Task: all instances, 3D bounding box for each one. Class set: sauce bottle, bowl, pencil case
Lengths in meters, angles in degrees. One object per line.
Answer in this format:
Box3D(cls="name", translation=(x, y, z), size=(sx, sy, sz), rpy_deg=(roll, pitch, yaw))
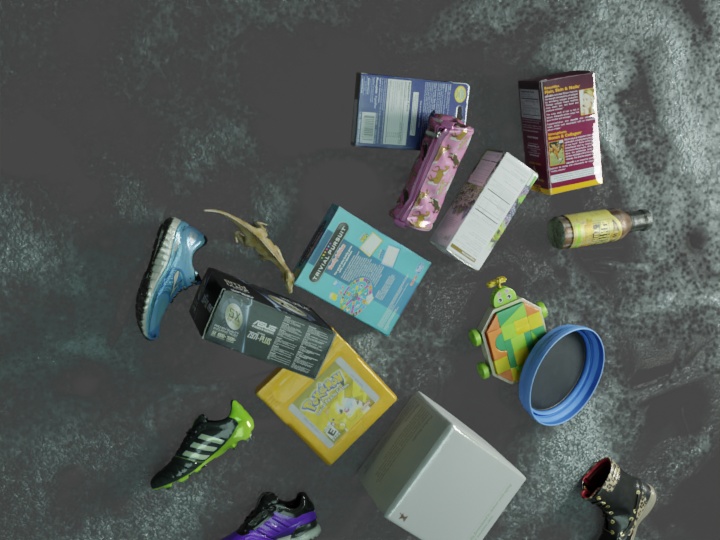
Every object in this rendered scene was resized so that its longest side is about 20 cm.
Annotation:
Box3D(cls="sauce bottle", translation=(0.451, -0.083, 1.607), size=(0.199, 0.065, 0.065), rpy_deg=(-10, 105, -15))
Box3D(cls="bowl", translation=(0.379, 0.195, 1.628), size=(0.200, 0.039, 0.202), rpy_deg=(-15, 118, -31))
Box3D(cls="pencil case", translation=(0.118, -0.163, 1.447), size=(0.086, 0.083, 0.201), rpy_deg=(12, 114, -25))

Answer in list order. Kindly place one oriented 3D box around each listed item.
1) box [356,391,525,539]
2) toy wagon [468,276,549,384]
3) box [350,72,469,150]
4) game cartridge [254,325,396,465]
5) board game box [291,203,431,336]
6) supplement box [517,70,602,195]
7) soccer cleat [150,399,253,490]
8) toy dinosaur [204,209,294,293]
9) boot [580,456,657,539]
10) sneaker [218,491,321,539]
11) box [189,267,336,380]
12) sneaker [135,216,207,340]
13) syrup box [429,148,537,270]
Box3D(cls="box", translation=(0.141, 0.369, 1.546), size=(0.200, 0.171, 0.199), rpy_deg=(37, 89, -21))
Box3D(cls="toy wagon", translation=(0.279, 0.110, 1.606), size=(0.155, 0.040, 0.201), rpy_deg=(-21, 108, -13))
Box3D(cls="box", translation=(0.085, -0.266, 1.463), size=(0.199, 0.032, 0.122), rpy_deg=(2, 102, -18))
Box3D(cls="game cartridge", translation=(-0.059, 0.220, 1.523), size=(0.176, 0.032, 0.200), rpy_deg=(-44, 112, -5))
Box3D(cls="board game box", translation=(0.000, 0.000, 1.486), size=(0.199, 0.047, 0.151), rpy_deg=(30, 91, -21))
Box3D(cls="supplement box", translation=(0.354, -0.246, 1.528), size=(0.110, 0.086, 0.201), rpy_deg=(-13, 106, -15))
Box3D(cls="soccer cleat", translation=(-0.275, 0.295, 1.457), size=(0.200, 0.068, 0.081), rpy_deg=(-33, 92, -10))
Box3D(cls="toy dinosaur", translation=(-0.168, -0.052, 1.389), size=(0.058, 0.101, 0.200), rpy_deg=(-46, 111, -4))
Box3D(cls="boot", translation=(0.500, 0.489, 1.742), size=(0.150, 0.073, 0.200), rpy_deg=(39, 84, -23))
Box3D(cls="sneaker", translation=(-0.174, 0.443, 1.519), size=(0.199, 0.070, 0.100), rpy_deg=(-14, 99, -19))
Box3D(cls="box", translation=(-0.161, 0.083, 1.388), size=(0.199, 0.164, 0.086), rpy_deg=(23, 94, -21))
Box3D(cls="sneaker", translation=(-0.299, 0.021, 1.377), size=(0.090, 0.078, 0.201), rpy_deg=(18, 96, -24))
Box3D(cls="syrup box", translation=(0.215, -0.108, 1.516), size=(0.081, 0.079, 0.201), rpy_deg=(31, 91, -22))
